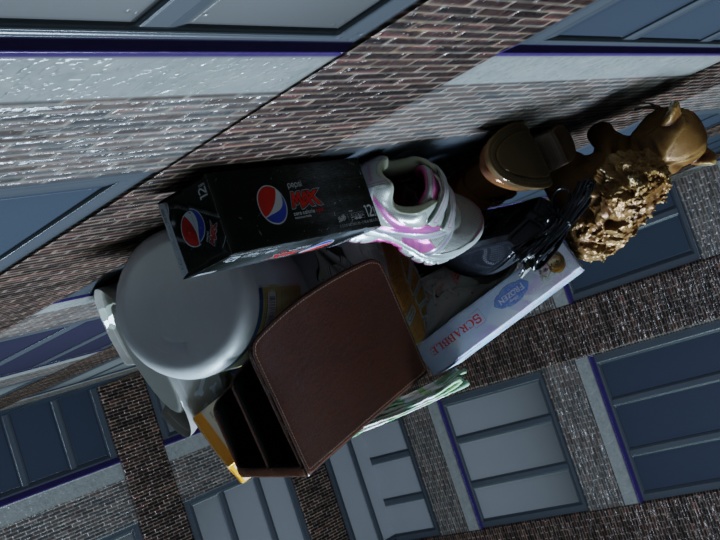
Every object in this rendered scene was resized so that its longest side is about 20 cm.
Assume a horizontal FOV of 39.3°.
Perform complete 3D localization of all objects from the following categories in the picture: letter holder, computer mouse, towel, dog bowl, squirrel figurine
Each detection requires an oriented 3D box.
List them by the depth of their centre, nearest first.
[{"bbox_3d":[-0.049,0.089,0.991,0.100,0.143,0.200,-12,-164,44],"label":"letter holder"},{"bbox_3d":[0.159,-0.028,1.080,0.139,0.053,0.199,-46,-160,-30],"label":"computer mouse"},{"bbox_3d":[0.020,0.151,1.090,0.198,0.024,0.153,-24,175,-1],"label":"towel"},{"bbox_3d":[0.312,-0.105,1.156,0.186,0.142,0.201,-29,-158,25],"label":"squirrel figurine"},{"bbox_3d":[-0.231,0.094,1.171,0.058,0.201,0.200,-33,-178,-24],"label":"dog bowl"}]

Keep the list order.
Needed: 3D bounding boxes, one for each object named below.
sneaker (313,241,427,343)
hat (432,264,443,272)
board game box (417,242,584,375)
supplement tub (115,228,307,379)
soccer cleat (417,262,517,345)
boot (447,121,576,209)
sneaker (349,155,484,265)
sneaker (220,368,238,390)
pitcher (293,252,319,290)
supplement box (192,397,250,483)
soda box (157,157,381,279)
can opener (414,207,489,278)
[{"bbox_3d":[0.000,0.000,1.086,0.087,0.201,0.076,-21,-157,28],"label":"sneaker"},{"bbox_3d":[0.084,-0.046,1.312,0.198,0.082,0.201,7,-156,-3],"label":"hat"},{"bbox_3d":[0.168,0.042,1.173,0.199,0.041,0.199,-38,171,10],"label":"board game box"},{"bbox_3d":[-0.141,0.029,1.022,0.143,0.146,0.200,-20,175,15],"label":"supplement tub"},{"bbox_3d":[0.098,0.026,1.169,0.199,0.070,0.078,-31,169,-15],"label":"soccer cleat"},{"bbox_3d":[0.136,-0.103,1.105,0.154,0.077,0.200,-25,-175,34],"label":"boot"},{"bbox_3d":[0.059,-0.062,1.000,0.199,0.082,0.088,7,153,-40],"label":"sneaker"},{"bbox_3d":[-0.116,0.094,1.179,0.077,0.075,0.201,-57,179,-45],"label":"sneaker"},{"bbox_3d":[-0.040,0.010,1.206,0.198,0.122,0.172,-23,-149,12],"label":"pitcher"},{"bbox_3d":[-0.085,0.148,1.159,0.199,0.074,0.126,-38,164,-11],"label":"supplement box"},{"bbox_3d":[-0.071,-0.048,0.854,0.063,0.071,0.199,-23,174,37],"label":"soda box"},{"bbox_3d":[0.113,-0.069,1.231,0.078,0.063,0.200,-34,-168,49],"label":"can opener"}]
